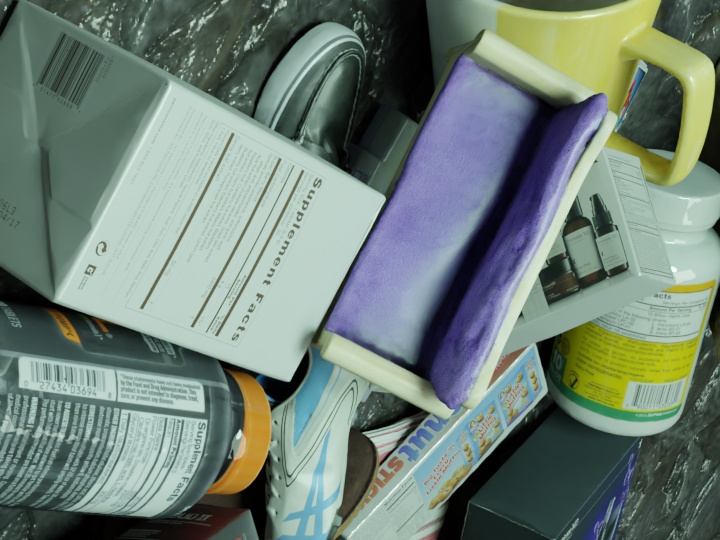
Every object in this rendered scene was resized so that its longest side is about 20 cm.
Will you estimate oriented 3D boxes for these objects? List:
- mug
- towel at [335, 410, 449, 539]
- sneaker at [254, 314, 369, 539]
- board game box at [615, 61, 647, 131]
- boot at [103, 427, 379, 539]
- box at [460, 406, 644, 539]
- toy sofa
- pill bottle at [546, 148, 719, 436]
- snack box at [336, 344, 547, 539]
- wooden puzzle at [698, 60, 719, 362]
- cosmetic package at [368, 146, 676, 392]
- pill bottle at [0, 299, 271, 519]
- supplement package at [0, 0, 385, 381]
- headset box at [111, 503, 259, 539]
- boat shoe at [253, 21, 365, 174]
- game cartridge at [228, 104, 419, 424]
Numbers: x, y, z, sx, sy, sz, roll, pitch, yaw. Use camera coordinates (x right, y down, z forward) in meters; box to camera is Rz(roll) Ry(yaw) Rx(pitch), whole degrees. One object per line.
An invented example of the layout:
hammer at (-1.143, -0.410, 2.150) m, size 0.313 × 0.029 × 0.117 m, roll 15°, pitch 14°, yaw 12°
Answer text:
mug at (0.111, -0.125, 1.092) m, size 0.148 × 0.187 × 0.154 m, roll -8°, pitch 133°, yaw -12°
towel at (0.009, 0.192, 1.327) m, size 0.146 × 0.030 × 0.201 m, roll -15°, pitch 129°, yaw -44°
sneaker at (-0.038, 0.101, 1.076) m, size 0.072 × 0.072 × 0.201 m, roll 9°, pitch 113°, yaw -7°
board game box at (0.130, -0.069, 1.247) m, size 0.201 × 0.034 × 0.126 m, roll -64°, pitch 161°, yaw 6°
boot at (-0.074, 0.122, 1.119) m, size 0.199 × 0.072 × 0.167 m, roll -31°, pitch 141°, yaw -22°
box at (0.144, 0.210, 1.416) m, size 0.200 × 0.078 × 0.142 m, roll -36°, pitch 140°, yaw -55°
toy sofa at (0.054, -0.026, 0.983) m, size 0.083 × 0.098 × 0.201 m, roll 28°, pitch 85°, yaw -12°
pill bottle at (0.215, 0.015, 1.371) m, size 0.112 × 0.113 × 0.201 m, roll -18°, pitch 129°, yaw -43°
snack box at (0.059, 0.132, 1.289) m, size 0.200 × 0.024 × 0.072 m, roll -45°, pitch 146°, yaw -17°
wooden puzzle at (0.300, -0.044, 1.375) m, size 0.046 × 0.200 × 0.186 m, roll 4°, pitch 120°, yaw -6°
cosmetic package at (0.084, 0.004, 1.076) m, size 0.199 × 0.083 × 0.051 m, roll -26°, pitch 157°, yaw 32°
pill bottle at (-0.143, 0.078, 0.957) m, size 0.199 × 0.106 × 0.107 m, roll 13°, pitch 105°, yaw -43°
supplement package at (-0.104, -0.037, 0.933) m, size 0.200 × 0.121 × 0.120 m, roll 25°, pitch 94°, yaw -56°
headset box at (-0.116, 0.232, 1.004) m, size 0.200 × 0.075 × 0.150 m, roll -31°, pitch 111°, yaw -45°
boat shoe at (-0.037, -0.045, 1.057) m, size 0.070 × 0.066 × 0.201 m, roll 19°, pitch 101°, yaw -54°
game cartridge at (0.000, 0.000, 1.167) m, size 0.129 × 0.038 × 0.201 m, roll 28°, pitch 92°, yaw -51°
